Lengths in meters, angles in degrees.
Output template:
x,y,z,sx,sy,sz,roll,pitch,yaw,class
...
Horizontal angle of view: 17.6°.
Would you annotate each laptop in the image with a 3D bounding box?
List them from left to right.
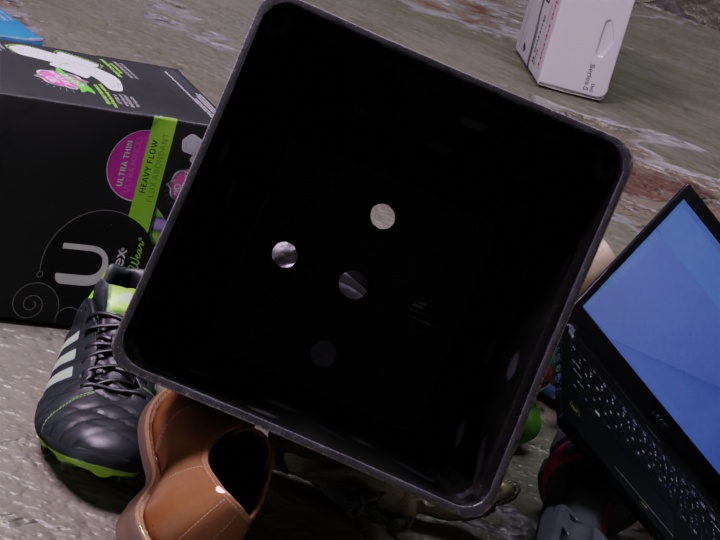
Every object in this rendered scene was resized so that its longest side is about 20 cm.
x,y,z,sx,sy,sz,roll,pitch,yaw,class
0.200,0.078,1.316,0.177,0.103,0.200,49,18,-14,laptop

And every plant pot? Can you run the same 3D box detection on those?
x,y,z,sx,sy,sz,roll,pitch,yaw,class
0.000,0.000,1.212,0.199,0.200,0.177,23,-7,-2,plant pot

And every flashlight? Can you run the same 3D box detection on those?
x,y,z,sx,sy,sz,roll,pitch,yaw,class
0.122,0.144,1.279,0.068,0.068,0.200,27,21,1,flashlight

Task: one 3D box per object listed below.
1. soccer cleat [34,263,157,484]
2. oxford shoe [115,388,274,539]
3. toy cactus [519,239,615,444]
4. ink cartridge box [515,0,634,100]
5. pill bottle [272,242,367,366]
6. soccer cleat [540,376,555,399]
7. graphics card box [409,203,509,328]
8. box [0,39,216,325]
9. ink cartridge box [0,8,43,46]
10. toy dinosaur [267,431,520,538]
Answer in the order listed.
x,y,z,sx,sy,sz,roll,pitch,yaw,class
-0.140,0.053,1.287,0.067,0.081,0.200,13,16,-10,soccer cleat
-0.071,0.098,1.187,0.071,0.071,0.200,46,14,-16,oxford shoe
0.088,0.020,1.519,0.165,0.102,0.200,-27,38,-7,toy cactus
0.250,-0.296,2.713,0.084,0.146,0.200,13,16,-8,ink cartridge box
-0.041,0.014,1.461,0.111,0.112,0.200,12,16,-13,pill bottle
0.145,0.063,1.584,0.086,0.070,0.200,31,4,-35,soccer cleat
0.072,0.014,1.373,0.051,0.201,0.125,20,5,22,graphics card box
-0.202,-0.056,1.470,0.199,0.149,0.124,8,19,-27,box
-0.340,-0.116,1.541,0.200,0.148,0.145,5,19,-35,ink cartridge box
-0.014,0.111,1.285,0.199,0.048,0.088,18,2,8,toy dinosaur
